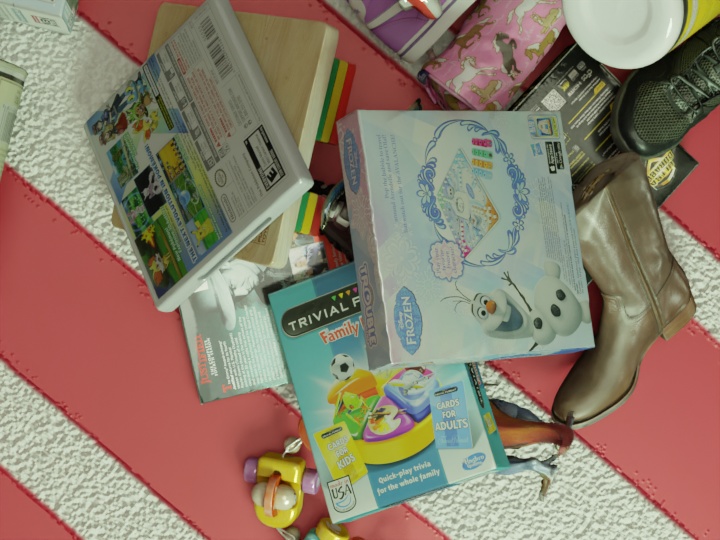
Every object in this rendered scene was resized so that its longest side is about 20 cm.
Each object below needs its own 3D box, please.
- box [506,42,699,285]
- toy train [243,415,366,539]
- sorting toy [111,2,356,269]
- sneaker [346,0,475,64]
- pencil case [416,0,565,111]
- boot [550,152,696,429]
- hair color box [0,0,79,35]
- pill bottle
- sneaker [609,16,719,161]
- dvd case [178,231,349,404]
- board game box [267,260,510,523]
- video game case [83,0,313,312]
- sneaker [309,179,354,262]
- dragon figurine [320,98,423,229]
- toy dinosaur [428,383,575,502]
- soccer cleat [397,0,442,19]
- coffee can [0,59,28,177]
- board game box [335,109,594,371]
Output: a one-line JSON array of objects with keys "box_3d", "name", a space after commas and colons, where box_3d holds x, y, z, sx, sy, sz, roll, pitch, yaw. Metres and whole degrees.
[{"box_3d": [0.182, -0.081, 1.443, 0.160, 0.049, 0.200, 43, 86, -6], "name": "box"}, {"box_3d": [-0.027, 0.205, 1.398, 0.149, 0.056, 0.202, -19, 94, 18], "name": "toy train"}, {"box_3d": [-0.104, -0.115, 1.363, 0.197, 0.069, 0.202, 14, 91, 38], "name": "sorting toy"}, {"box_3d": [0.066, -0.283, 1.381, 0.114, 0.073, 0.200, 41, 114, -11], "name": "sneaker"}, {"box_3d": [0.136, -0.224, 1.421, 0.086, 0.083, 0.201, 38, 88, -1], "name": "pencil case"}, {"box_3d": [0.203, 0.017, 1.385, 0.187, 0.064, 0.201, -47, 134, -16], "name": "boot"}, {"box_3d": [-0.343, -0.262, 1.368, 0.198, 0.099, 0.061, 14, 88, -5], "name": "hair color box"}, {"box_3d": [0.265, -0.257, 1.379, 0.200, 0.112, 0.113, -36, 94, -45], "name": "pill bottle"}, {"box_3d": [0.304, -0.174, 1.394, 0.199, 0.114, 0.077, -36, 92, -23], "name": "sneaker"}, {"box_3d": [-0.064, 0.027, 1.434, 0.198, 0.022, 0.148, -14, 91, -6], "name": "dvd case"}, {"box_3d": [0.021, 0.091, 1.324, 0.150, 0.047, 0.202, -21, 77, 17], "name": "board game box"}, {"box_3d": [-0.140, -0.098, 1.331, 0.182, 0.022, 0.201, -39, 62, 26], "name": "video game case"}, {"box_3d": [0.000, 0.000, 1.397, 0.198, 0.076, 0.117, 22, 104, 5], "name": "sneaker"}, {"box_3d": [0.058, -0.087, 1.348, 0.099, 0.059, 0.199, 30, 45, 29], "name": "dragon figurine"}, {"box_3d": [0.093, 0.120, 1.385, 0.180, 0.201, 0.106, 23, 63, 6], "name": "toy dinosaur"}, {"box_3d": [0.021, -0.305, 1.333, 0.085, 0.069, 0.201, -35, 89, 5], "name": "soccer cleat"}, {"box_3d": [-0.375, -0.089, 1.343, 0.145, 0.146, 0.202, 14, 88, -5], "name": "coffee can"}, {"box_3d": [0.086, -0.028, 1.281, 0.197, 0.043, 0.202, -2, 80, -31], "name": "board game box"}]
